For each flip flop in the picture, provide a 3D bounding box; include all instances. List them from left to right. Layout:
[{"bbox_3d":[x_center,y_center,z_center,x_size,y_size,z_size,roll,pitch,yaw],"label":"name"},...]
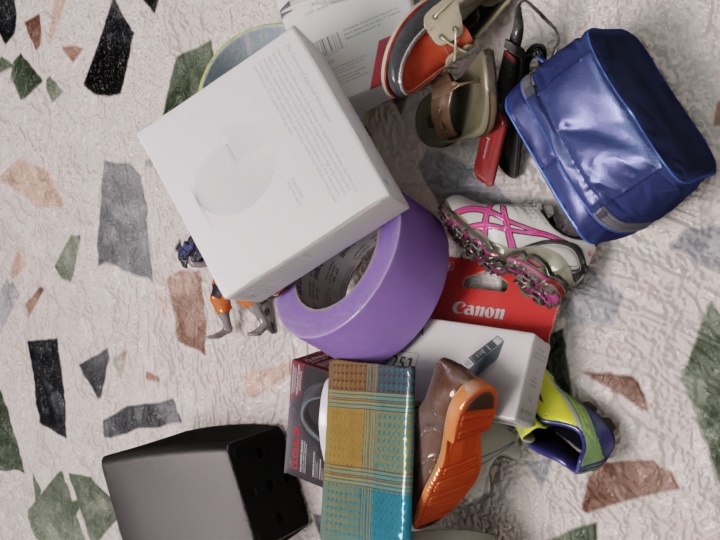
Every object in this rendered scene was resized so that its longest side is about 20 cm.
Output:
[{"bbox_3d":[0.094,-0.177,1.229,0.200,0.057,0.082,165,103,-69],"label":"flip flop"}]

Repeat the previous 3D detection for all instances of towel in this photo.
[{"bbox_3d":[0.009,0.200,1.230,0.146,0.021,0.203,0,86,51],"label":"towel"}]

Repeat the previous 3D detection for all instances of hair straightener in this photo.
[{"bbox_3d":[0.167,-0.187,1.210,0.041,0.076,0.202,41,137,45],"label":"hair straightener"}]

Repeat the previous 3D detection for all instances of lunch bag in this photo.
[{"bbox_3d":[0.232,-0.133,1.125,0.132,0.135,0.202,-38,74,35],"label":"lunch bag"}]

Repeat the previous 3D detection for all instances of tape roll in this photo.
[{"bbox_3d":[0.000,0.000,1.301,0.199,0.085,0.202,-29,46,34],"label":"tape roll"}]

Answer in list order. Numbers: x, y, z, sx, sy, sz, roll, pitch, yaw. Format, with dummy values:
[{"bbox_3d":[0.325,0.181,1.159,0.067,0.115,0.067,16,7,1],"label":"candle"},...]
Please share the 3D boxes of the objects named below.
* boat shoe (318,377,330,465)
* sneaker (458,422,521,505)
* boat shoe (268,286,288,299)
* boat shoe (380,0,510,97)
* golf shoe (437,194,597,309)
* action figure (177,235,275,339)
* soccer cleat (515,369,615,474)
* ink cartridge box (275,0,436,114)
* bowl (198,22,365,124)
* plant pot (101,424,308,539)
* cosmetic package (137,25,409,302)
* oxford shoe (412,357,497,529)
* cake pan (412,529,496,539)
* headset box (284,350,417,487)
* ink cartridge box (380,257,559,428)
[{"bbox_3d":[-0.004,0.222,1.318,0.065,0.070,0.203,-3,91,18],"label":"boat shoe"},{"bbox_3d":[0.095,0.231,1.278,0.199,0.075,0.087,-40,80,-7],"label":"sneaker"},{"bbox_3d":[-0.067,-0.059,1.295,0.202,0.063,0.074,-53,42,4],"label":"boat shoe"},{"bbox_3d":[0.096,-0.254,1.202,0.062,0.201,0.071,25,156,36],"label":"boat shoe"},{"bbox_3d":[0.168,-0.037,1.245,0.092,0.073,0.199,-45,49,-10],"label":"golf shoe"},{"bbox_3d":[-0.172,-0.010,1.514,0.199,0.103,0.197,170,97,-66],"label":"action figure"},{"bbox_3d":[0.180,0.145,1.236,0.199,0.083,0.065,35,131,29],"label":"soccer cleat"},{"bbox_3d":[-0.012,-0.289,1.296,0.143,0.083,0.203,-20,82,9],"label":"ink cartridge box"},{"bbox_3d":[-0.096,-0.181,1.382,0.108,0.198,0.203,122,128,-78],"label":"bowl"},{"bbox_3d":[-0.186,0.299,1.494,0.176,0.199,0.202,-21,83,27],"label":"plant pot"},{"bbox_3d":[-0.086,-0.105,1.198,0.198,0.123,0.201,-31,81,11],"label":"cosmetic package"},{"bbox_3d":[0.084,0.182,1.206,0.073,0.071,0.202,42,126,39],"label":"oxford shoe"},{"bbox_3d":[0.071,0.329,1.297,0.199,0.199,0.037,-25,58,37],"label":"cake pan"},{"bbox_3d":[-0.008,0.190,1.402,0.198,0.077,0.151,15,105,34],"label":"headset box"},{"bbox_3d":[0.114,0.067,1.261,0.198,0.045,0.179,6,75,38],"label":"ink cartridge box"}]
